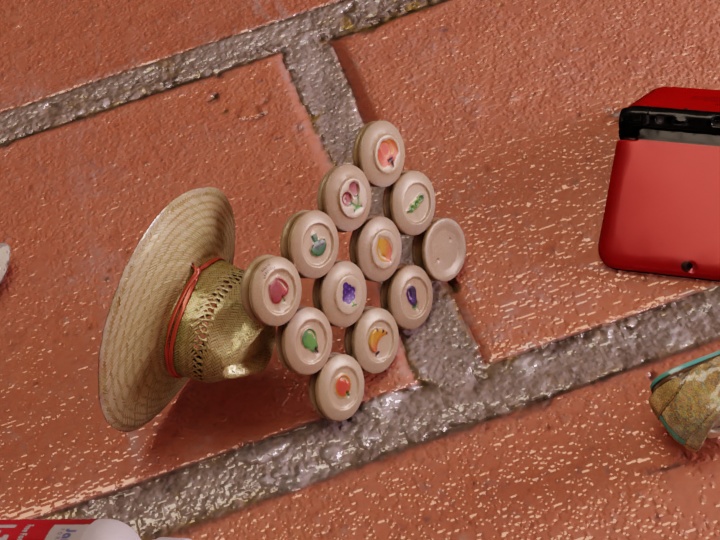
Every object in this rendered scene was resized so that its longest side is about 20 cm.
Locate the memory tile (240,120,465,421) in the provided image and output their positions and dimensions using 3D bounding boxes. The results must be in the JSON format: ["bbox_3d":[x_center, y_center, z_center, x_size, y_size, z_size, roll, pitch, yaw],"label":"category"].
[{"bbox_3d":[0.000,0.000,1.332,0.017,0.154,0.200,3,46,44],"label":"memory tile"}]

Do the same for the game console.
[{"bbox_3d":[0.305,-0.069,1.406,0.198,0.120,0.172,7,17,22],"label":"game console"}]

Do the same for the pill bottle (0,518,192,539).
[{"bbox_3d":[-0.209,0.223,1.196,0.198,0.113,0.113,-3,45,13],"label":"pill bottle"}]

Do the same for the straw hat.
[{"bbox_3d":[-0.104,0.039,1.307,0.084,0.202,0.202,19,53,17],"label":"straw hat"}]

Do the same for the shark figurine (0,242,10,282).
[{"bbox_3d":[-0.401,0.022,1.462,0.089,0.213,0.129,-20,62,54],"label":"shark figurine"}]

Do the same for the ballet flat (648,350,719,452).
[{"bbox_3d":[0.297,0.068,1.247,0.199,0.071,0.071,-25,45,-10],"label":"ballet flat"}]
